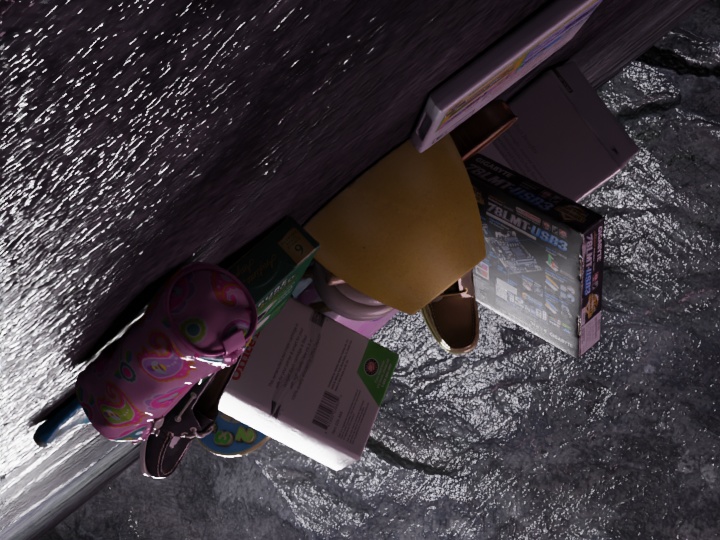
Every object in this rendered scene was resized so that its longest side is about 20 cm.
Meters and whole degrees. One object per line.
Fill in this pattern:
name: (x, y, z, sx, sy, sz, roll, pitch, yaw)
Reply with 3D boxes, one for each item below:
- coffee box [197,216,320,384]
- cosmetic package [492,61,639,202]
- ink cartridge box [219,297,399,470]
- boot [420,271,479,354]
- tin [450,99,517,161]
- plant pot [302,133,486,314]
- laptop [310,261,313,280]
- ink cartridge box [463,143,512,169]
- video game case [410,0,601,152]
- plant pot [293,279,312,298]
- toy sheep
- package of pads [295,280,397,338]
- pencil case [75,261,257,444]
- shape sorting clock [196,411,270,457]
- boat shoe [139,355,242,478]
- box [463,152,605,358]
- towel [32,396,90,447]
coffee box: (-0.112, 0.032, 1.152, 0.123, 0.044, 0.200, -42, 176, -23)
cosmetic package: (0.253, -0.161, 1.690, 0.200, 0.165, 0.165, -38, 178, 25)
ink cartridge box: (-0.074, 0.128, 1.461, 0.147, 0.199, 0.084, -66, -168, -26)
boot: (0.106, -0.003, 1.432, 0.071, 0.202, 0.155, -10, 173, -6)
tin: (0.103, -0.137, 1.476, 0.200, 0.042, 0.112, -38, 174, 15)
plant pot: (0.051, -0.039, 1.284, 0.200, 0.142, 0.200, -37, 177, -2)
laptop: (0.009, -0.010, 1.667, 0.177, 0.104, 0.200, -39, 177, 13)
ink cartridge box: (0.164, -0.074, 1.586, 0.068, 0.200, 0.115, -35, 177, -41)
video game case: (0.136, -0.192, 1.118, 0.199, 0.022, 0.182, -37, 178, -6)
plant pot: (-0.102, 0.107, 1.855, 0.200, 0.134, 0.200, -38, 177, -2)
toy sheep: (0.000, 0.000, 1.475, 0.138, 0.138, 0.200, -36, 174, -26)
package of pads: (0.019, 0.010, 1.617, 0.200, 0.076, 0.120, -44, 150, 22)
pencil case: (-0.159, 0.071, 0.975, 0.087, 0.088, 0.200, -35, 175, -44)
shape sorting clock: (-0.165, 0.162, 1.697, 0.200, 0.201, 0.039, -38, 141, 12)
boat shoe: (-0.183, 0.148, 1.337, 0.201, 0.060, 0.074, -66, 161, 9)
box: (0.202, -0.018, 1.466, 0.050, 0.199, 0.200, -34, 137, -31)
towel: (-0.230, 0.102, 1.223, 0.200, 0.022, 0.147, -39, 178, 8)
